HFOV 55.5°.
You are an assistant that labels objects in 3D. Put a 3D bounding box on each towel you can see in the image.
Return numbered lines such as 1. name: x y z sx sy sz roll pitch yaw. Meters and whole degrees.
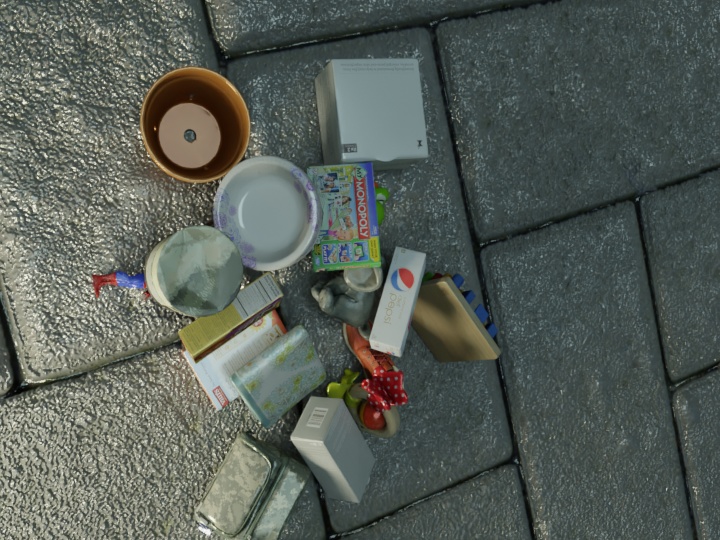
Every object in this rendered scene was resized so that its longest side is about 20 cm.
1. towel: -0.157 0.210 1.346 0.170 0.048 0.202 -39 146 -15

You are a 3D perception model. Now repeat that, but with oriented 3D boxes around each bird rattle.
1. bird rattle: 0.026 0.269 1.397 0.113 0.196 0.166 -52 123 -45

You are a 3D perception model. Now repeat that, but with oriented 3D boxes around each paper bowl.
1. paper bowl: -0.166 -0.105 1.267 0.194 0.104 0.208 0 92 6

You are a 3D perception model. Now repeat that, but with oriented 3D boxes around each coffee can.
1. coffee can: -0.296 0.003 1.197 0.142 0.199 0.152 0 89 -23

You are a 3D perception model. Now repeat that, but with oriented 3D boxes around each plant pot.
1. plant pot: -0.312 -0.262 1.281 0.194 0.139 0.207 -1 92 -20

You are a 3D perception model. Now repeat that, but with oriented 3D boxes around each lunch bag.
1. lunch bag: -0.213 0.435 1.342 0.165 0.139 0.204 31 82 -8

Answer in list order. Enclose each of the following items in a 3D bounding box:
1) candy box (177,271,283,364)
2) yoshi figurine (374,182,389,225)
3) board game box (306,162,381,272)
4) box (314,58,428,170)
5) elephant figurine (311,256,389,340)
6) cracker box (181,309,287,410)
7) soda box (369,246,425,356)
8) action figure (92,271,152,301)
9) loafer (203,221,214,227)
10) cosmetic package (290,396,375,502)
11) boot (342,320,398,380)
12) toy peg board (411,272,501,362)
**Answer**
1. candy box: -0.240 0.089 1.274 0.197 0.117 0.057 -33 84 -18
2. yoshi figurine: -0.026 -0.136 1.418 0.194 0.112 0.116 -1 104 -23
3. board game box: -0.033 -0.104 1.323 0.130 0.029 0.207 -5 76 -3
4. box: 0.021 -0.315 1.407 0.193 0.130 0.207 -6 90 -21
5. elephant figurine: 0.000 0.000 1.374 0.153 0.142 0.202 28 107 -31
6. cracker box: -0.239 0.161 1.363 0.197 0.057 0.136 -33 101 -18
7. soda box: 0.076 0.061 1.365 0.066 0.064 0.205 13 71 10
8. action figure: -0.401 0.020 1.296 0.194 0.066 0.053 -11 73 -19
9. loafer: -0.259 -0.072 1.342 0.197 0.071 0.075 -30 101 -17
10. cosmetic package: -0.050 0.361 1.373 0.108 0.088 0.204 -60 140 -43
11. boot: 0.031 0.175 1.441 0.074 0.107 0.204 -29 99 -19
12. toy peg board: 0.199 0.084 1.465 0.098 0.197 0.202 -45 105 -30
